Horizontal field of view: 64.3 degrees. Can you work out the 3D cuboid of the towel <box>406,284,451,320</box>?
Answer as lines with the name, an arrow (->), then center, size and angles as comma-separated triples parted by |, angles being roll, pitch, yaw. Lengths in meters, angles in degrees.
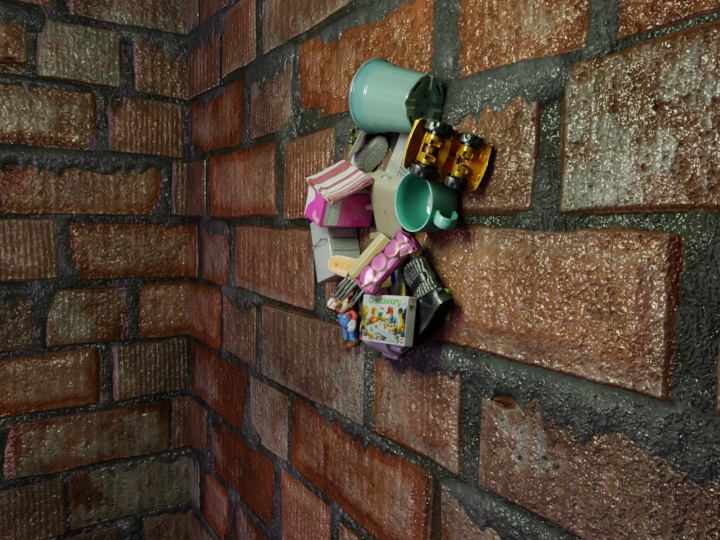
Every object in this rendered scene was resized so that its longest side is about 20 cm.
towel -> 0.180, 0.085, 1.585 | 0.199, 0.018, 0.088 | 5, 102, 55

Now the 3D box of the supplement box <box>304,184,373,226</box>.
supplement box -> -0.059, -0.199, 1.760 | 0.101, 0.197, 0.105 | 41, 124, 47

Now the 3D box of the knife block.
knife block -> 0.000, 0.000, 1.655 | 0.064, 0.172, 0.204 | -132, 39, -73

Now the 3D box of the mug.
mug -> 0.182, -0.162, 1.480 | 0.152, 0.113, 0.188 | -39, 61, 49

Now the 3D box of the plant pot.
plant pot -> 0.104, -0.453, 1.527 | 0.195, 0.198, 0.204 | 26, 113, 44

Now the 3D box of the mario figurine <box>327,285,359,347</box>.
mario figurine -> -0.061, 0.148, 1.862 | 0.121, 0.106, 0.204 | -4, 97, 21

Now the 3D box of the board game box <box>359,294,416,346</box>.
board game box -> 0.072, 0.132, 1.545 | 0.199, 0.034, 0.129 | -2, 81, 55

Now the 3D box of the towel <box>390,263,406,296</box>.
towel -> 0.102, 0.023, 1.642 | 0.144, 0.022, 0.204 | 154, 112, -80

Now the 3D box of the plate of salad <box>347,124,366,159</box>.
plate of salad -> 0.003, -0.425, 1.701 | 0.202, 0.047, 0.200 | -61, 5, 9

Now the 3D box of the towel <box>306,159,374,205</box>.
towel -> -0.064, -0.263, 1.663 | 0.200, 0.143, 0.023 | 44, 160, 52

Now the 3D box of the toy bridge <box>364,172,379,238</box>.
toy bridge -> 0.049, -0.194, 1.720 | 0.066, 0.027, 0.204 | -7, 103, 13

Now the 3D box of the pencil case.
pencil case -> 0.073, -0.017, 1.538 | 0.200, 0.090, 0.094 | -48, 39, 15

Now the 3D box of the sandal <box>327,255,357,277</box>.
sandal -> -0.010, 0.002, 1.731 | 0.203, 0.059, 0.081 | 11, 94, 14

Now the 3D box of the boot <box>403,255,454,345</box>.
boot -> 0.156, 0.083, 1.535 | 0.159, 0.078, 0.213 | 54, 132, 31

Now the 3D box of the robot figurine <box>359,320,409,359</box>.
robot figurine -> 0.073, 0.178, 1.660 | 0.199, 0.112, 0.173 | 12, 118, 55

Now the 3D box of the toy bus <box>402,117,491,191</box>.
toy bus -> 0.202, -0.293, 1.424 | 0.192, 0.197, 0.138 | -96, 24, -73

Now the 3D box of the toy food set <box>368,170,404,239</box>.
toy food set -> 0.095, -0.174, 1.622 | 0.143, 0.060, 0.203 | 31, 140, 54

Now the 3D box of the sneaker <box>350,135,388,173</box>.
sneaker -> 0.015, -0.352, 1.761 | 0.200, 0.075, 0.082 | -46, 45, 45

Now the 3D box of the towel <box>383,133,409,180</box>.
towel -> 0.129, -0.274, 1.622 | 0.193, 0.034, 0.202 | 54, 134, 39

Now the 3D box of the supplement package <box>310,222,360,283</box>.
supplement package -> -0.079, -0.072, 1.870 | 0.116, 0.116, 0.204 | -24, 72, 56
